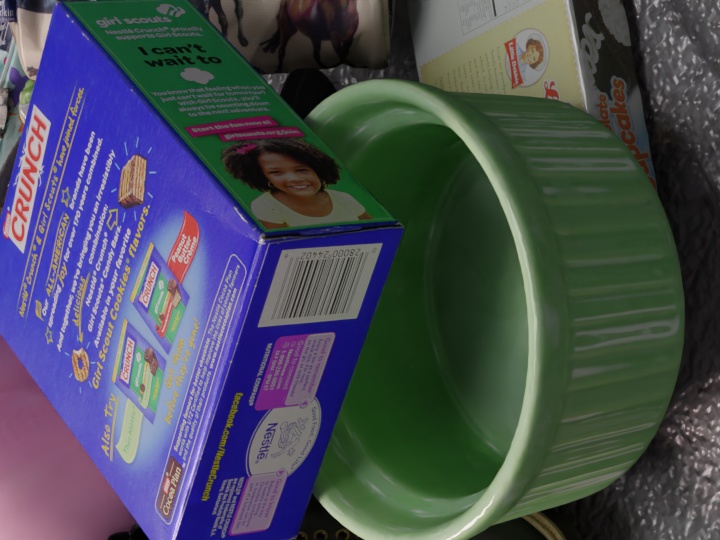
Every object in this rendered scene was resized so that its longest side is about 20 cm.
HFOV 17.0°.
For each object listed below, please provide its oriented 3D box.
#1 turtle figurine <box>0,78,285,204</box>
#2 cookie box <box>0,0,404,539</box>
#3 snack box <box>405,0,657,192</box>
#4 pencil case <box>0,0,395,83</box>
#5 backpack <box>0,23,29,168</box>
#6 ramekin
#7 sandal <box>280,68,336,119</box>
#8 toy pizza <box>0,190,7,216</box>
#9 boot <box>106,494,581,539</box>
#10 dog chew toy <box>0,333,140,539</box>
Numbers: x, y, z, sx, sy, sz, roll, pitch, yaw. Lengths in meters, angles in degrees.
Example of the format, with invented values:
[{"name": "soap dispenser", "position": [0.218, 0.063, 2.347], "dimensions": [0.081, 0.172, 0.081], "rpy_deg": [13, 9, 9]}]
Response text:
[{"name": "turtle figurine", "position": [-0.101, -0.102, 1.264], "dimensions": [0.144, 0.200, 0.194], "rpy_deg": [-21, 65, 14]}, {"name": "cookie box", "position": [-0.082, -0.002, 1.072], "dimensions": [0.200, 0.075, 0.172], "rpy_deg": [48, 130, 41]}, {"name": "snack box", "position": [0.077, -0.080, 1.114], "dimensions": [0.116, 0.037, 0.201], "rpy_deg": [-22, 73, 52]}, {"name": "pencil case", "position": [-0.075, -0.137, 1.174], "dimensions": [0.078, 0.199, 0.090], "rpy_deg": [-83, -12, -49]}, {"name": "backpack", "position": [-0.224, -0.115, 1.420], "dimensions": [0.177, 0.150, 0.201], "rpy_deg": [33, 122, 52]}, {"name": "ramekin", "position": [0.048, 0.016, 1.045], "dimensions": [0.200, 0.097, 0.201], "rpy_deg": [9, 102, 53]}, {"name": "sandal", "position": [0.001, 0.001, 1.158], "dimensions": [0.048, 0.075, 0.201], "rpy_deg": [-8, 91, 26]}, {"name": "toy pizza", "position": [-0.130, 0.018, 1.279], "dimensions": [0.032, 0.200, 0.200], "rpy_deg": [-44, 49, 2]}, {"name": "boot", "position": [-0.008, 0.141, 1.101], "dimensions": [0.200, 0.138, 0.078], "rpy_deg": [-5, 86, 50]}, {"name": "dog chew toy", "position": [-0.181, 0.072, 1.191], "dimensions": [0.125, 0.124, 0.200], "rpy_deg": [-48, 66, 40]}]
